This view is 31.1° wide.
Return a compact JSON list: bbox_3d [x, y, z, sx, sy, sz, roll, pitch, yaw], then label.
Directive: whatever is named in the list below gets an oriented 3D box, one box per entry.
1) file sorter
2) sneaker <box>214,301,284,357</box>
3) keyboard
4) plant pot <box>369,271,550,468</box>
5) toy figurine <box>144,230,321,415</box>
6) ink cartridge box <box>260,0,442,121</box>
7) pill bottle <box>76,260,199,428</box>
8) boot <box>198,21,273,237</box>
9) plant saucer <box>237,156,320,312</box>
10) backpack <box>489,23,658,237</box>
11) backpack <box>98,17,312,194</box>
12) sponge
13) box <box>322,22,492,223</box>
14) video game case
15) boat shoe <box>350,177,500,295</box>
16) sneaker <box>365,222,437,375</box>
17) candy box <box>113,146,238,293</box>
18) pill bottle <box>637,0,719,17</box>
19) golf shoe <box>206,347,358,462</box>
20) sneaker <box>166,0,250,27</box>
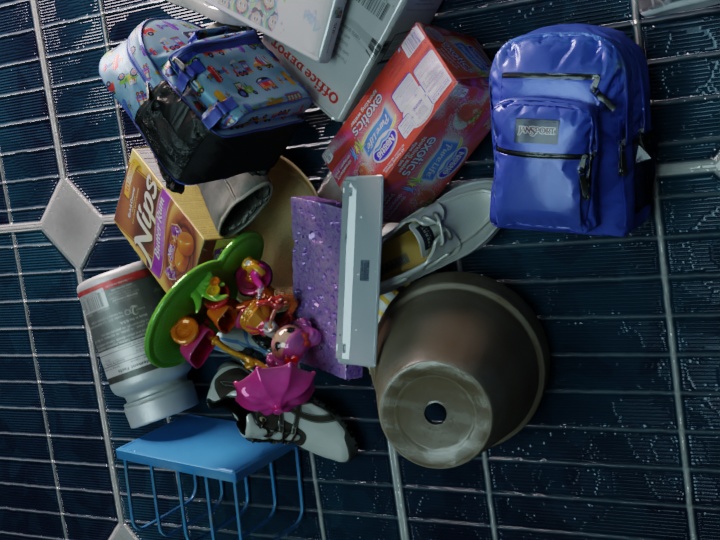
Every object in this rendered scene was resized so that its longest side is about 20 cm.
[{"bbox_3d":[-0.186,0.274,1.656,0.199,0.138,0.124,4,107,34],"label":"file sorter"},{"bbox_3d":[-0.143,0.078,1.630,0.199,0.072,0.073,16,142,26],"label":"sneaker"},{"bbox_3d":[0.000,0.000,1.371,0.056,0.011,0.202,2,90,39],"label":"keyboard"},{"bbox_3d":[0.092,0.119,1.362,0.198,0.174,0.202,4,106,13],"label":"plant pot"},{"bbox_3d":[-0.118,0.080,1.500,0.184,0.150,0.200,35,77,24],"label":"toy figurine"},{"bbox_3d":[-0.006,-0.288,1.427,0.146,0.086,0.201,43,123,21],"label":"ink cartridge box"},{"bbox_3d":[-0.288,0.096,1.699,0.113,0.114,0.201,-20,89,37],"label":"pill bottle"},{"bbox_3d":[-0.159,-0.169,1.539,0.182,0.072,0.201,-56,47,34],"label":"boot"},{"bbox_3d":[-0.110,-0.050,1.588,0.199,0.035,0.202,9,106,33],"label":"plant saucer"},{"bbox_3d":[0.205,-0.139,1.265,0.161,0.168,0.202,5,102,22],"label":"backpack"},{"bbox_3d":[-0.177,-0.203,1.420,0.200,0.182,0.135,51,125,16],"label":"backpack"},{"bbox_3d":[-0.039,0.019,1.492,0.111,0.030,0.202,17,111,53],"label":"sponge"},{"bbox_3d":[0.060,-0.154,1.392,0.200,0.095,0.100,-52,51,31],"label":"box"},{"bbox_3d":[-0.083,-0.347,1.409,0.200,0.024,0.183,33,116,34],"label":"video game case"},{"bbox_3d":[0.074,-0.036,1.395,0.199,0.070,0.071,-29,85,8],"label":"boat shoe"},{"bbox_3d":[0.050,0.045,1.472,0.090,0.075,0.202,-1,101,39],"label":"sneaker"},{"bbox_3d":[-0.235,-0.053,1.628,0.200,0.056,0.117,49,131,37],"label":"candy box"},{"bbox_3d":[0.293,-0.343,1.191,0.106,0.106,0.202,-7,96,36],"label":"pill bottle"},{"bbox_3d":[-0.100,0.187,1.577,0.199,0.095,0.078,33,139,6],"label":"golf shoe"},{"bbox_3d":[-0.158,-0.341,1.530,0.199,0.073,0.085,23,116,31],"label":"sneaker"}]
